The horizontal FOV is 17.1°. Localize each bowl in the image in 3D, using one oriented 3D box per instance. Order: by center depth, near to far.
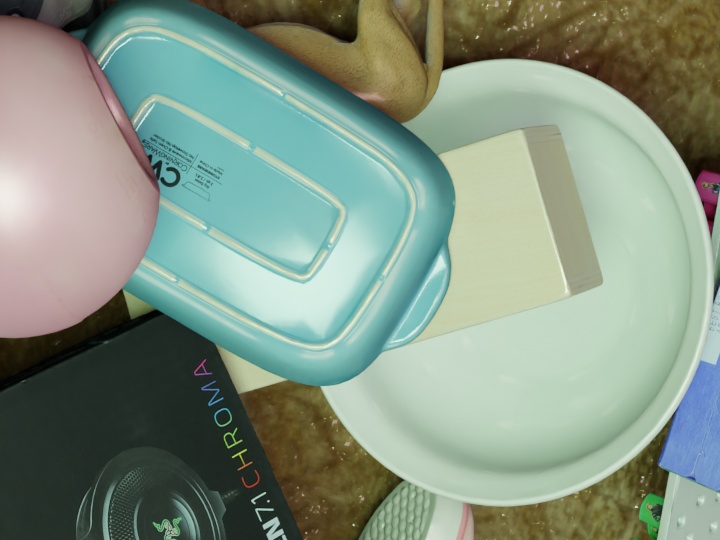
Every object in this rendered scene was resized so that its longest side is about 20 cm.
[{"bbox_3d":[0.077,0.007,1.120,0.200,0.090,0.202,-1,87,21],"label":"bowl"}]

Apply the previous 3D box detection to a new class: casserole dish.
[{"bbox_3d":[-0.054,-0.034,0.999,0.199,0.039,0.121,31,91,2],"label":"casserole dish"}]

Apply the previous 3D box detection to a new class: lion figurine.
[{"bbox_3d":[-0.031,-0.086,1.067,0.199,0.073,0.123,-13,75,-9],"label":"lion figurine"}]

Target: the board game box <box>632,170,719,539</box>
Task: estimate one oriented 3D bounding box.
[{"bbox_3d":[0.215,0.045,1.190,0.199,0.026,0.201,-4,108,-46],"label":"board game box"}]

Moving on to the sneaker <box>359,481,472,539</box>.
[{"bbox_3d":[0.038,0.198,1.181,0.104,0.075,0.201,14,106,-20],"label":"sneaker"}]

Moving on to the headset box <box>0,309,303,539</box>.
[{"bbox_3d":[-0.128,0.131,0.992,0.200,0.093,0.175,-25,93,-47],"label":"headset box"}]

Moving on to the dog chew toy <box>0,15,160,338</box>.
[{"bbox_3d":[-0.180,-0.013,0.921,0.199,0.125,0.125,-27,112,1],"label":"dog chew toy"}]

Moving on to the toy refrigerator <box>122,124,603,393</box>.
[{"bbox_3d":[0.000,0.000,1.068,0.199,0.070,0.076,-18,89,20],"label":"toy refrigerator"}]

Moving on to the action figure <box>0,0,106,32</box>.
[{"bbox_3d":[-0.175,-0.165,0.998,0.199,0.105,0.194,15,99,-19],"label":"action figure"}]

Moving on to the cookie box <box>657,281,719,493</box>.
[{"bbox_3d":[0.242,0.042,1.138,0.200,0.075,0.172,20,89,-51],"label":"cookie box"}]
